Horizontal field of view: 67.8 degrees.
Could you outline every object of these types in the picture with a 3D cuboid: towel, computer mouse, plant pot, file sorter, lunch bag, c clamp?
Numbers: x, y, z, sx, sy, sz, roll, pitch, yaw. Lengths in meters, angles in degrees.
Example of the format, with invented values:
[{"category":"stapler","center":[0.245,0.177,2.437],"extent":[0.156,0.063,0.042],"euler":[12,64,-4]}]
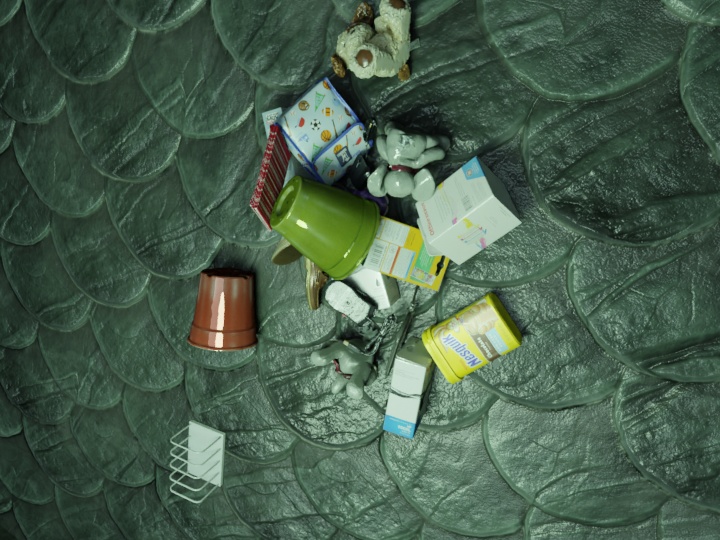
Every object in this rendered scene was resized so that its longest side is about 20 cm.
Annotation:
[{"category":"towel","center":[-0.199,-0.206,1.201],"extent":[0.022,0.145,0.203],"euler":[9,75,8]},{"category":"computer mouse","center":[-0.016,0.117,1.333],"extent":[0.198,0.046,0.142],"euler":[32,105,1]},{"category":"plant pot","center":[-0.092,-0.112,1.201],"extent":[0.191,0.202,0.201],"euler":[28,119,-27]},{"category":"file sorter","center":[-0.535,0.622,1.739],"extent":[0.137,0.124,0.203],"euler":[14,109,20]},{"category":"plant pot","center":[-0.380,0.101,1.509],"extent":[0.197,0.200,0.199],"euler":[9,99,21]},{"category":"computer mouse","center":[0.004,-0.268,1.245],"extent":[0.202,0.033,0.059],"euler":[102,150,-46]},{"category":"lunch bag","center":[-0.085,-0.318,1.267],"extent":[0.170,0.124,0.201],"euler":[-42,111,-4]},{"category":"c clamp","center":[0.105,0.164,1.345],"extent":[0.027,0.171,0.202],"euler":[20,125,7]}]

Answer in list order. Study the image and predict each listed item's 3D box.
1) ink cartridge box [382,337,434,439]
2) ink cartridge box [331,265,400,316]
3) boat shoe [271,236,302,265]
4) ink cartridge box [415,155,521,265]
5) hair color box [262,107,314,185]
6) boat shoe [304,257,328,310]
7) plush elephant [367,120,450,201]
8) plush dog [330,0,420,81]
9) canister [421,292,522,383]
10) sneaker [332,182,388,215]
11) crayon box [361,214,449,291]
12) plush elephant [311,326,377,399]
[{"category":"ink cartridge box","center":[0.128,0.292,1.353],"extent":[0.083,0.144,0.203],"euler":[14,109,17]},{"category":"ink cartridge box","center":[0.000,0.000,1.367],"extent":[0.144,0.083,0.203],"euler":[-13,98,26]},{"category":"boat shoe","center":[-0.172,-0.091,1.434],"extent":[0.200,0.071,0.066],"euler":[-44,48,31]},{"category":"ink cartridge box","center":[0.227,-0.121,1.190],"extent":[0.199,0.124,0.130],"euler":[-36,45,28]},{"category":"hair color box","center":[-0.178,-0.302,1.356],"extent":[0.060,0.099,0.204],"euler":[-6,101,25]},{"category":"boat shoe","center":[-0.115,0.016,1.426],"extent":[0.066,0.072,0.203],"euler":[-2,116,-4]},{"category":"plush elephant","center":[0.101,-0.236,1.208],"extent":[0.162,0.200,0.157],"euler":[17,113,10]},{"category":"plush dog","center":[0.022,-0.506,1.215],"extent":[0.170,0.160,0.202],"euler":[27,85,29]},{"category":"canister","center":[0.269,0.162,1.293],"extent":[0.199,0.086,0.150],"euler":[-35,89,25]},{"category":"sneaker","center":[-0.026,-0.169,1.335],"extent":[0.197,0.083,0.082],"euler":[12,108,19]},{"category":"crayon box","center":[0.112,-0.042,1.280],"extent":[0.197,0.052,0.128],"euler":[18,99,-14]},{"category":"plush elephant","center":[-0.031,0.254,1.408],"extent":[0.163,0.200,0.156],"euler":[32,137,14]}]
